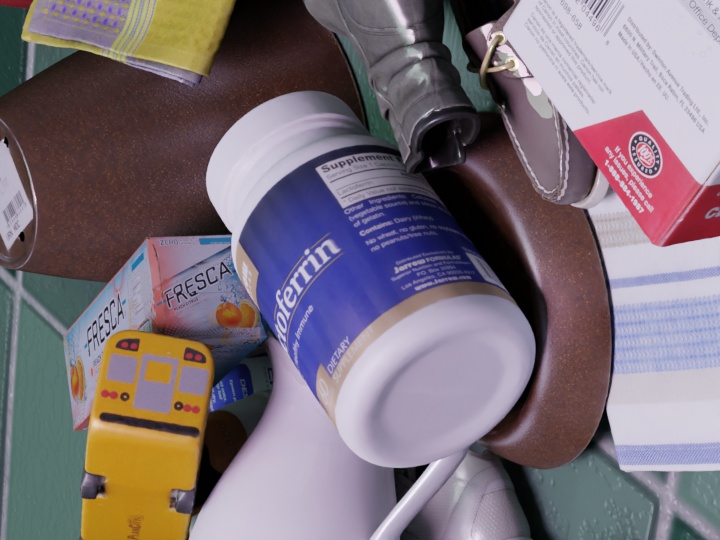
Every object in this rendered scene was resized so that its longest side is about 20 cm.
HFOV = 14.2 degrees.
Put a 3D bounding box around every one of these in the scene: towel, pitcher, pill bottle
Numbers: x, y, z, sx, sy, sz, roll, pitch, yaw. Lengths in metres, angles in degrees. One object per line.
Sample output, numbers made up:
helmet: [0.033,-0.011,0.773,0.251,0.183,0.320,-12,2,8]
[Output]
towel: [-0.114,-0.210,1.658,0.143,0.023,0.201,20,91,35]
pitcher: [-0.015,0.140,1.612,0.171,0.121,0.201,2,73,50]
towel: [0.159,0.007,1.478,0.147,0.024,0.201,-10,92,59]
pill bottle: [0.000,0.000,1.554,0.200,0.115,0.116,55,143,38]

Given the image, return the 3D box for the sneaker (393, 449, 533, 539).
sneaker: [0.033,0.156,1.694,0.200,0.076,0.092,-25,74,49]

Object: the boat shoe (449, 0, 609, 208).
boat shoe: [0.079,-0.126,1.495,0.072,0.059,0.201,-29,70,57]

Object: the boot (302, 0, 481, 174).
boot: [0.016,-0.110,1.546,0.200,0.068,0.131,128,127,-83]

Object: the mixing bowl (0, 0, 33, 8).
mixing bowl: [-0.262,-0.263,1.932,0.200,0.108,0.201,25,122,50]

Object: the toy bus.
toy bus: [-0.124,0.111,1.655,0.200,0.065,0.079,103,175,-64]

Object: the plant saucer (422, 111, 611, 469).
plant saucer: [0.070,0.014,1.588,0.200,0.034,0.201,37,134,53]

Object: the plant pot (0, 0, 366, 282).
plant pot: [-0.128,-0.066,1.720,0.187,0.200,0.187,26,123,49]

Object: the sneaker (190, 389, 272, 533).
sneaker: [-0.112,0.127,1.805,0.200,0.084,0.073,-43,67,54]

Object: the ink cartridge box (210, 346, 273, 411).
ink cartridge box: [-0.069,0.148,1.862,0.200,0.047,0.198,-5,97,54]

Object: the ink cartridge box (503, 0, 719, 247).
ink cartridge box: [0.172,-0.132,1.329,0.144,0.084,0.200,57,137,26]

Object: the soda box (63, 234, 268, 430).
soda box: [-0.117,0.038,1.700,0.200,0.068,0.064,139,126,-63]
